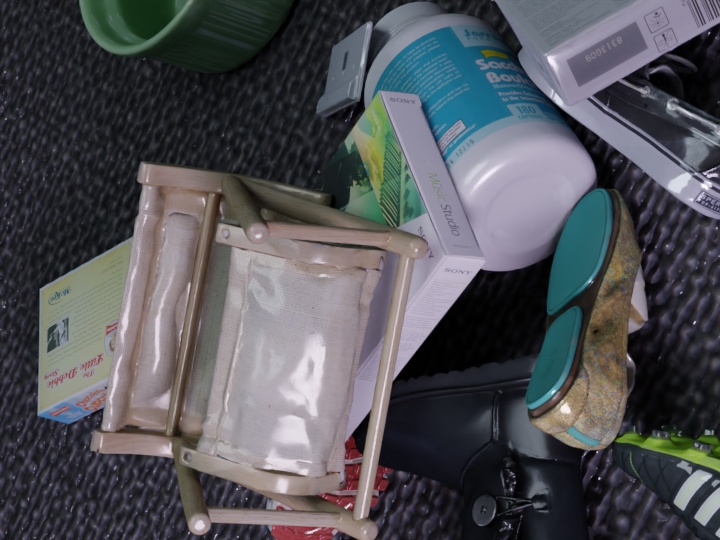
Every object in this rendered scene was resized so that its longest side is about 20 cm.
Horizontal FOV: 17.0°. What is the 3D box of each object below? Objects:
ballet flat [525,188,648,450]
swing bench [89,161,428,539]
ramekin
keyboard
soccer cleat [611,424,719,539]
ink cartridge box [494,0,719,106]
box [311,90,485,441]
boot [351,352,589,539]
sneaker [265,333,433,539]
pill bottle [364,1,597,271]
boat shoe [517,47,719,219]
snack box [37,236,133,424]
[{"bbox_3d":[0.149,0.034,1.512,0.071,0.071,0.200,-33,27,38],"label":"ballet flat"},{"bbox_3d":[-0.070,0.049,1.551,0.200,0.130,0.199,28,109,61],"label":"swing bench"},{"bbox_3d":[-0.131,-0.256,1.945,0.200,0.098,0.200,-22,60,44],"label":"ramekin"},{"bbox_3d":[-0.011,-0.144,1.746,0.200,0.011,0.056,-177,103,-82],"label":"keyboard"},{"bbox_3d":[0.215,0.142,1.404,0.200,0.067,0.081,19,103,51],"label":"soccer cleat"},{"bbox_3d":[0.165,-0.197,1.563,0.160,0.047,0.200,-30,29,1],"label":"ink cartridge box"},{"bbox_3d":[0.000,0.000,1.592,0.200,0.036,0.144,-53,44,37],"label":"box"},{"bbox_3d":[0.068,0.153,1.562,0.200,0.076,0.168,-17,60,39],"label":"boot"},{"bbox_3d":[-0.015,0.099,1.696,0.082,0.078,0.200,12,76,55],"label":"sneaker"},{"bbox_3d":[0.071,-0.099,1.630,0.111,0.111,0.200,-53,43,22],"label":"pill bottle"},{"bbox_3d":[0.178,-0.111,1.536,0.068,0.074,0.199,-59,42,14],"label":"boat shoe"},{"bbox_3d":[-0.191,0.040,1.951,0.200,0.037,0.116,-26,57,42],"label":"snack box"}]
